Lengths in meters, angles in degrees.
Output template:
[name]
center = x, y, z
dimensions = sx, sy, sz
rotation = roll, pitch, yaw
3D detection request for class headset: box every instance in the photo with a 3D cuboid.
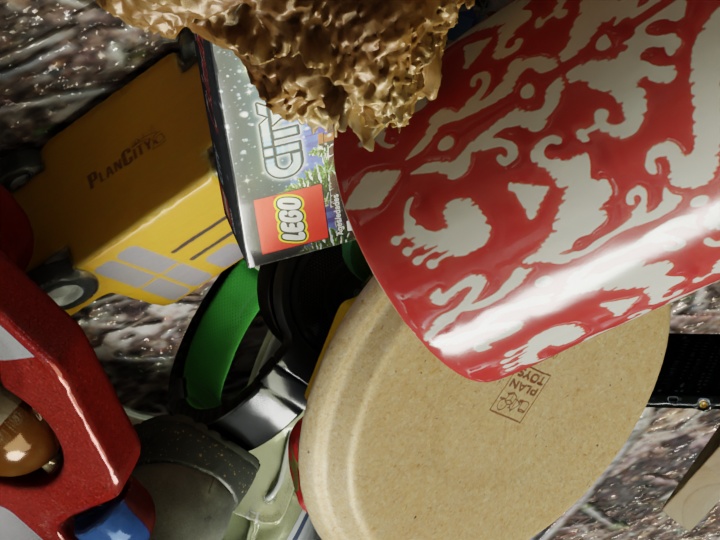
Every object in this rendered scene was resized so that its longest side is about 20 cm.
[headset]
center = 0.000, 0.000, 1.147
dimensions = 0.094, 0.124, 0.200
rotation = 34, 108, -22

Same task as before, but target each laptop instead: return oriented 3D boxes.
[laptop]
center = 0.160, 0.002, 1.280
dimensions = 0.200, 0.103, 0.177
rotation = 1, -173, 12

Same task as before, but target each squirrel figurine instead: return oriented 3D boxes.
[squirrel figurine]
center = 0.009, -0.141, 0.836
dimensions = 0.186, 0.142, 0.200
rotation = 2, 134, -31

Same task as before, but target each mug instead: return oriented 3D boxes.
[mug]
center = 0.114, -0.039, 0.912
dimensions = 0.200, 0.134, 0.178
rotation = -29, 127, 21

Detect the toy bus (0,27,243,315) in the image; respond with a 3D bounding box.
[toy bus]
center = -0.064, -0.045, 1.094
dimensions = 0.200, 0.065, 0.078
rotation = -33, 151, 26

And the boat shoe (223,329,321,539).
[boat shoe]
center = -0.041, 0.086, 1.286
dimensions = 0.062, 0.072, 0.200
rotation = 22, 96, -28

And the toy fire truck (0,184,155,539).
[toy fire truck]
center = -0.167, 0.061, 1.077
dimensions = 0.168, 0.112, 0.200
rotation = 44, 137, -19

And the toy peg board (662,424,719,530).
[toy peg board]
center = 0.260, 0.036, 1.269
dimensions = 0.200, 0.098, 0.199
rotation = -51, 175, -29

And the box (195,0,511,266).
[box]
center = 0.008, -0.105, 0.961
dimensions = 0.136, 0.038, 0.200
rotation = -16, 130, -10

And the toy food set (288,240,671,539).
[toy food set]
center = 0.053, 0.038, 1.111
dimensions = 0.200, 0.049, 0.198
rotation = 4, 115, -43

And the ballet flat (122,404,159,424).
[ballet flat]
center = -0.125, 0.089, 1.294
dimensions = 0.067, 0.064, 0.200
rotation = -57, 138, -9

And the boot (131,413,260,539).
[boot]
center = -0.126, 0.140, 1.157
dimensions = 0.068, 0.131, 0.200
rotation = 34, 151, -20
